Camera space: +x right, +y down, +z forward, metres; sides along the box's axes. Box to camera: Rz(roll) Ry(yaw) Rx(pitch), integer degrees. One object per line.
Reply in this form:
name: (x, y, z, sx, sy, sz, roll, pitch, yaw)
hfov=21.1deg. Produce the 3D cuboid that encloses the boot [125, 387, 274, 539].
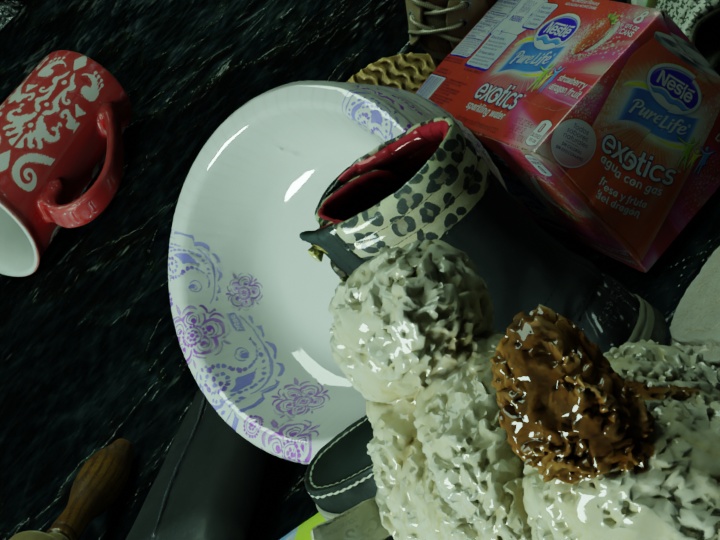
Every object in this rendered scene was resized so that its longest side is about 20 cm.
boot: (-0.062, 0.093, 1.136, 0.165, 0.065, 0.201, -39, 19, 45)

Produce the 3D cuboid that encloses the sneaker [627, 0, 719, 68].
sneaker: (0.233, -0.169, 1.026, 0.200, 0.077, 0.089, -43, 35, 29)

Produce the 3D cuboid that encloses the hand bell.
hand bell: (-0.194, 0.174, 1.268, 0.104, 0.104, 0.200, -35, 12, 31)

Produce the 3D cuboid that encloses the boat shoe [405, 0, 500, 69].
boat shoe: (0.062, -0.160, 1.153, 0.075, 0.200, 0.072, 16, 71, 30)

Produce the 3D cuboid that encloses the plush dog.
plush dog: (0.088, 0.083, 0.731, 0.171, 0.199, 0.162, -12, 59, 59)

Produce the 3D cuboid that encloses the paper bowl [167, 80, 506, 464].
paper bowl: (0.000, 0.000, 1.045, 0.200, 0.202, 0.104, -33, -18, 35)

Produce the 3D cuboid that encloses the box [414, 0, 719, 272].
box: (0.116, -0.083, 1.047, 0.100, 0.095, 0.200, -48, 21, -4)

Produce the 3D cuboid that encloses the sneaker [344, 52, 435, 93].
sneaker: (-0.009, -0.058, 1.264, 0.200, 0.075, 0.090, -46, -12, -10)

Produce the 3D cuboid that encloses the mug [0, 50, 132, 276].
mug: (-0.302, -0.102, 1.901, 0.201, 0.176, 0.134, -58, -13, -33)

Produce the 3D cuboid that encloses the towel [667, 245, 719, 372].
towel: (0.221, -0.027, 0.842, 0.201, 0.034, 0.132, -54, 23, -16)

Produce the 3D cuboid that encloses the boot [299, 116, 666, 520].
boot: (0.019, 0.027, 0.887, 0.203, 0.154, 0.074, -31, 28, 31)

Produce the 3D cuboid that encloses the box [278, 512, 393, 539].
box: (-0.051, 0.198, 0.968, 0.200, 0.048, 0.122, -37, 24, 25)
